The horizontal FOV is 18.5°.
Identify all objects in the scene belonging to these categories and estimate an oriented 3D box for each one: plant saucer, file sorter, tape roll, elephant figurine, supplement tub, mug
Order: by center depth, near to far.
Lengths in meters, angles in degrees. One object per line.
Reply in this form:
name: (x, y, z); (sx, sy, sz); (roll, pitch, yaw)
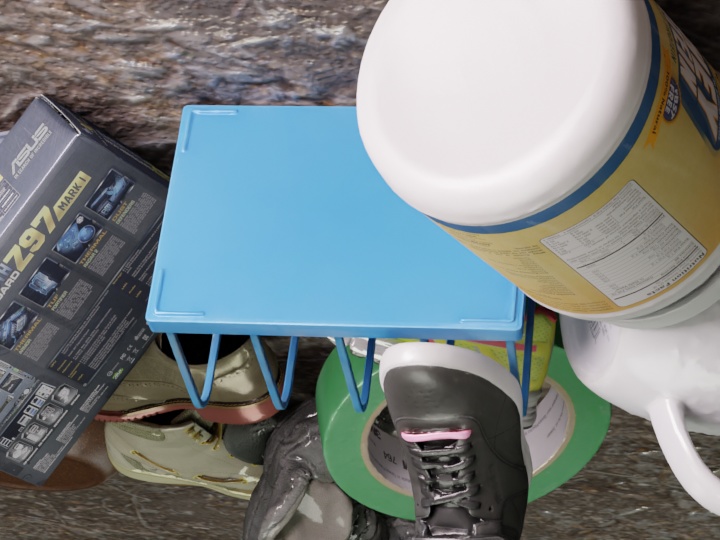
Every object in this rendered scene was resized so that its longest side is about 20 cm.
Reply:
supplement tub: (0.103, -0.061, 1.056); (0.143, 0.146, 0.200); (-7, 157, 29)
mug: (0.207, 0.041, 1.189); (0.174, 0.202, 0.148); (0, 154, -18)
file sorter: (0.000, 0.000, 1.223); (0.198, 0.140, 0.123); (1, 149, 10)
tape roll: (0.070, 0.093, 1.506); (0.198, 0.048, 0.201); (-5, 138, -5)
elephant figurine: (-0.035, 0.147, 1.626); (0.141, 0.155, 0.201); (18, 145, 31)
plant saucer: (-0.286, 0.152, 1.877); (0.198, 0.037, 0.201); (4, 161, 2)

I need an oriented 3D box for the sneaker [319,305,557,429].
sneaker: (0.036, 0.017, 1.379); (0.199, 0.091, 0.078); (27, -165, 9)

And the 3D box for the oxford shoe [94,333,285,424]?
oxford shoe: (-0.148, 0.061, 1.587); (0.198, 0.071, 0.075); (-1, 132, 21)

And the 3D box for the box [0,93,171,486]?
box: (-0.186, 0.016, 1.280); (0.051, 0.201, 0.157); (40, -175, 37)

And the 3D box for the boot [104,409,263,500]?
boot: (-0.106, 0.119, 1.700); (0.198, 0.073, 0.155); (4, 157, 3)

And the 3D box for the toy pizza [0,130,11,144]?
toy pizza: (-0.221, 0.002, 1.304); (0.032, 0.201, 0.200); (41, -173, 40)

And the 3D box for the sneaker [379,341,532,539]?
sneaker: (0.052, 0.117, 1.180); (0.070, 0.100, 0.200); (0, 150, 16)
